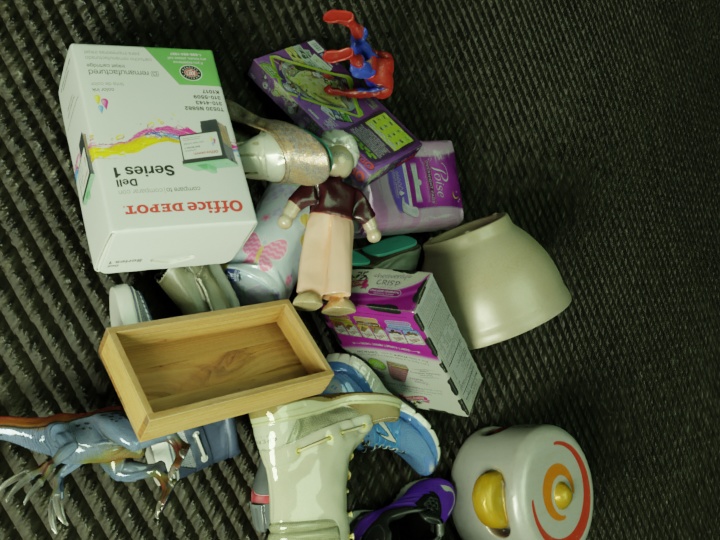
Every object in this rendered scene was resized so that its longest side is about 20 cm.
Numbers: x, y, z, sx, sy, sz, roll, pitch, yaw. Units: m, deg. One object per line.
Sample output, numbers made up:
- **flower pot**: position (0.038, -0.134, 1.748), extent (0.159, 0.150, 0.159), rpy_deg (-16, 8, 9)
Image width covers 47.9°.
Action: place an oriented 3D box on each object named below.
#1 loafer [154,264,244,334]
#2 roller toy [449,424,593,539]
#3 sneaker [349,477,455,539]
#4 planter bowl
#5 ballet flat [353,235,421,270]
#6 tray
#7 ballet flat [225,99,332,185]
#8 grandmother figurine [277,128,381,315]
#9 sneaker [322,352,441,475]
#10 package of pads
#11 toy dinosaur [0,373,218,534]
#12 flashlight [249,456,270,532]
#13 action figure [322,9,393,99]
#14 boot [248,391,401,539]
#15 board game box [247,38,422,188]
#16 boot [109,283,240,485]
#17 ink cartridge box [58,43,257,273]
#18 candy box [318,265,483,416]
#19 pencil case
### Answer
- **loafer**: position (-0.180, 0.015, 0.840), extent (0.069, 0.075, 0.202), rpy_deg (-15, 82, -38)
- **roller toy**: position (0.222, 0.300, 1.094), extent (0.200, 0.139, 0.183), rpy_deg (50, 51, -23)
- **sneaker**: position (0.071, 0.305, 0.979), extent (0.199, 0.099, 0.070), rpy_deg (-11, 88, -47)
- **planter bowl**: position (0.158, 0.006, 1.058), extent (0.199, 0.199, 0.136), rpy_deg (-28, 100, -42)
- **ballet flat**: position (0.000, 0.000, 1.012), extent (0.199, 0.067, 0.064), rpy_deg (-10, 117, -41)
- **tray**: position (-0.130, 0.087, 0.755), extent (0.199, 0.037, 0.099), rpy_deg (-7, 52, -42)
- **ballet flat**: position (-0.113, -0.128, 0.859), extent (0.067, 0.199, 0.069), rpy_deg (-27, 128, -34)
- **grandmother figurine**: position (-0.029, -0.056, 0.875), extent (0.120, 0.060, 0.203), rpy_deg (13, 72, -37)
- **sneaker**: position (0.014, 0.191, 0.981), extent (0.200, 0.078, 0.090), rpy_deg (43, 62, -18)
- **package of pads**: position (0.046, -0.107, 1.066), extent (0.199, 0.075, 0.122), rpy_deg (-8, 88, -43)
- **toy dinosaur**: position (-0.248, 0.156, 0.719), extent (0.180, 0.106, 0.201), rpy_deg (25, 37, -3)
- **flashlight**: position (-0.098, 0.174, 0.878), extent (0.067, 0.067, 0.203), rpy_deg (-6, 86, -40)
- **action figure**: position (-0.019, -0.242, 0.945), extent (0.200, 0.098, 0.066), rpy_deg (7, 85, -70)
- **boot**: position (-0.025, 0.209, 0.852), extent (0.199, 0.072, 0.157), rpy_deg (3, 75, -46)
- **board game box**: position (-0.029, -0.195, 0.983), extent (0.200, 0.032, 0.120), rpy_deg (46, 40, 9)
- **boot**: position (-0.183, 0.103, 0.802), extent (0.090, 0.073, 0.202), rpy_deg (-16, 101, -26)
- **ink cartridge box**: position (-0.198, -0.110, 0.786), extent (0.143, 0.084, 0.202), rpy_deg (-6, 69, -31)
- **candy box**: position (0.048, 0.083, 0.948), extent (0.061, 0.135, 0.201), rpy_deg (-61, 140, -32)
- **pencil case**: position (-0.091, -0.047, 0.921), extent (0.201, 0.090, 0.083), rpy_deg (-64, 144, -30)
